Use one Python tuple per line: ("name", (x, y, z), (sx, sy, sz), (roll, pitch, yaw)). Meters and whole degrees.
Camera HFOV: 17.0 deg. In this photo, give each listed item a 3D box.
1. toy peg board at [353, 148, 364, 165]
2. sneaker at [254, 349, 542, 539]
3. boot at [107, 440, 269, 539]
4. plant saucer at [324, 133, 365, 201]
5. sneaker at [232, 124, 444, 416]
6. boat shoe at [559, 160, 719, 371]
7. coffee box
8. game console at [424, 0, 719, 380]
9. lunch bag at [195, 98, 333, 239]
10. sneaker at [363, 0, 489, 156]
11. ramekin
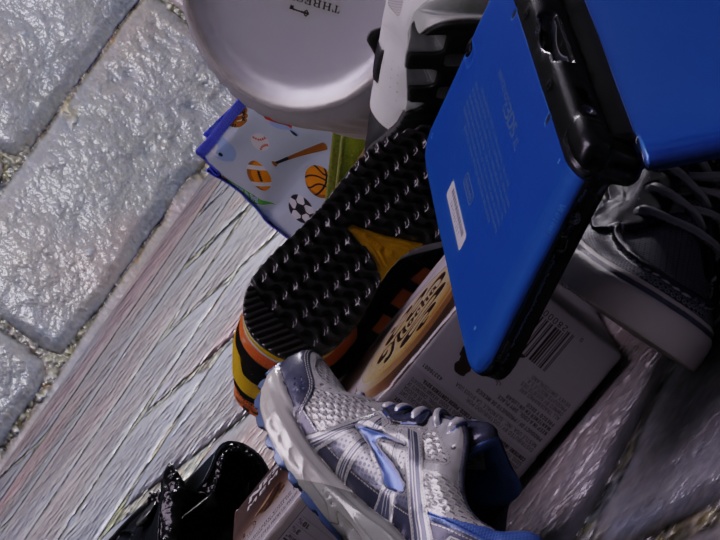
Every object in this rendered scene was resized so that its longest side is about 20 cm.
("toy peg board", (0.078, -0.033, 1.410), (0.199, 0.098, 0.200), (-21, 29, 43))
("sneaker", (0.025, 0.093, 1.037), (0.085, 0.077, 0.200), (-39, 44, 2))
("boot", (-0.149, 0.206, 1.575), (0.200, 0.076, 0.168), (-50, 3, -30))
("plant saucer", (0.001, -0.034, 1.601), (0.200, 0.048, 0.200), (131, 146, -85))
("sneaker", (0.000, 0.000, 1.250), (0.200, 0.070, 0.090), (-42, -13, -37))
("boat shoe", (0.134, -0.022, 1.058), (0.093, 0.075, 0.200), (-55, 9, 7))
("coffee box", (0.028, 0.082, 1.167), (0.200, 0.080, 0.113), (-51, 9, 8))
("game console", (0.118, -0.058, 1.020), (0.200, 0.118, 0.171), (-98, 29, -58))
("lunch bag", (-0.003, -0.106, 1.775), (0.200, 0.170, 0.124), (-49, 3, 21))
("sneaker", (0.043, -0.117, 1.290), (0.200, 0.074, 0.089), (112, 155, -61))
("ramekin", (-0.012, -0.173, 1.394), (0.200, 0.200, 0.105), (-47, -17, 26))
